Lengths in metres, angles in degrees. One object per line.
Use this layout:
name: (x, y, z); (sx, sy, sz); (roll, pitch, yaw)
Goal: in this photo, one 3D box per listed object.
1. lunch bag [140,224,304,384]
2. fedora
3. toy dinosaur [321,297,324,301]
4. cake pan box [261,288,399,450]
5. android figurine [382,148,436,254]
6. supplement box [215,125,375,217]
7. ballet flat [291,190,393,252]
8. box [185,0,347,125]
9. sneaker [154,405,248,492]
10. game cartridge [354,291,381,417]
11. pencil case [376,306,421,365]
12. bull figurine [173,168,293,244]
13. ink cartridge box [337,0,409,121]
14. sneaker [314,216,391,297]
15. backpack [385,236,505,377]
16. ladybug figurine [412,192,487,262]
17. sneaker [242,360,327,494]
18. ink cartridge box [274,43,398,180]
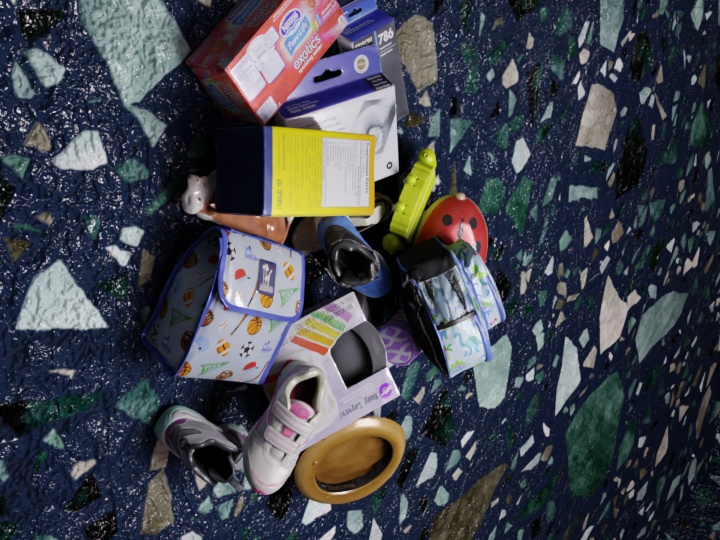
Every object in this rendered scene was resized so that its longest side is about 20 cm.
lunch bag: (-0.174, 0.046, 1.062); (0.169, 0.123, 0.203); (17, 104, -51)
fedora: (-0.023, 0.299, 1.298); (0.197, 0.082, 0.204); (-12, 127, -17)
toy dinosaur: (-0.038, 0.149, 1.284); (0.101, 0.057, 0.205); (114, -24, -85)
cake pan box: (-0.056, 0.152, 1.203); (0.197, 0.052, 0.187); (-26, 100, -10)
android figurine: (0.086, -0.113, 1.300); (0.200, 0.040, 0.185); (15, 97, -80)
supplement box: (-0.084, -0.129, 1.033); (0.198, 0.108, 0.111); (-4, 98, -44)
ballet flat: (-0.021, -0.080, 1.242); (0.199, 0.067, 0.069); (-32, 126, -35)
box: (-0.120, -0.301, 1.021); (0.201, 0.095, 0.100); (-54, 138, -17)
sneaker: (-0.199, 0.278, 1.130); (0.199, 0.139, 0.079); (33, 89, -47)
game cartridge: (0.007, 0.153, 1.343); (0.131, 0.038, 0.203); (-86, 166, -56)
pencil case: (0.096, 0.098, 1.388); (0.084, 0.085, 0.200); (51, 36, 2)
bull figurine: (-0.166, -0.100, 1.076); (0.200, 0.064, 0.123); (39, 75, -48)
ink cartridge box: (0.019, -0.319, 1.213); (0.099, 0.039, 0.203); (-38, 130, -31)
sneaker: (-0.001, 0.001, 1.183); (0.076, 0.112, 0.201); (-27, 132, 6)
backpack: (0.146, 0.056, 1.237); (0.145, 0.183, 0.203); (-21, 103, -2)
ladybug figurine: (0.158, -0.033, 1.346); (0.133, 0.072, 0.204); (3, 105, -5)
sneaker: (-0.105, 0.215, 1.099); (0.080, 0.088, 0.203); (25, 67, -13)
ink cartridge box: (-0.032, -0.214, 1.163); (0.197, 0.040, 0.203); (-24, 125, -26)
